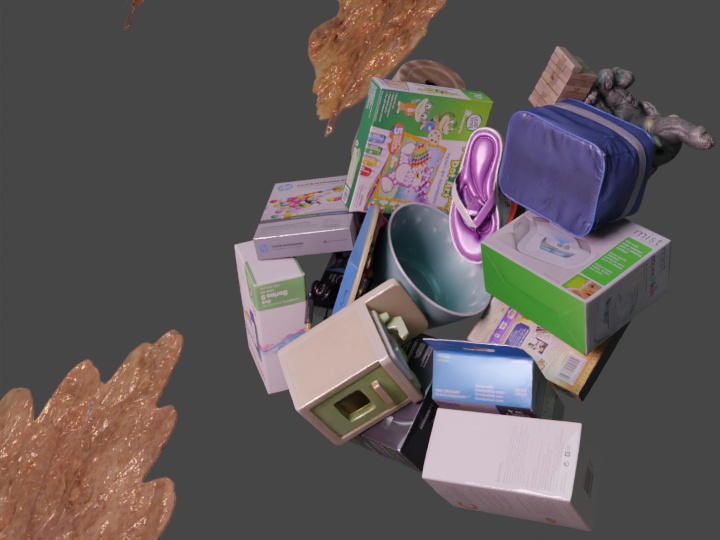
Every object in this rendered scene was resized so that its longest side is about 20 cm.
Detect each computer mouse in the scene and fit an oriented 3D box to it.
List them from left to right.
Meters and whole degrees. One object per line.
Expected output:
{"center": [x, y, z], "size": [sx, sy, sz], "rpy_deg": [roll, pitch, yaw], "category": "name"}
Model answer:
{"center": [-0.052, 0.114, 1.304], "size": [0.045, 0.140, 0.205], "rpy_deg": [7, 82, 18], "category": "computer mouse"}

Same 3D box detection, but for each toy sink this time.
{"center": [0.009, 0.131, 1.158], "size": [0.198, 0.131, 0.113], "rpy_deg": [-32, 49, 6], "category": "toy sink"}

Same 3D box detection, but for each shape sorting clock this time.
{"center": [0.000, 0.000, 1.252], "size": [0.039, 0.201, 0.203], "rpy_deg": [19, 67, 1], "category": "shape sorting clock"}

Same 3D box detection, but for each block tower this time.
{"center": [0.278, -0.229, 1.263], "size": [0.054, 0.057, 0.202], "rpy_deg": [61, 140, 39], "category": "block tower"}

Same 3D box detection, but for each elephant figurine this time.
{"center": [0.417, -0.199, 1.263], "size": [0.199, 0.154, 0.143], "rpy_deg": [37, 119, 16], "category": "elephant figurine"}

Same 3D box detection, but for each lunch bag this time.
{"center": [0.295, -0.149, 1.164], "size": [0.130, 0.138, 0.199], "rpy_deg": [-17, 40, -34], "category": "lunch bag"}

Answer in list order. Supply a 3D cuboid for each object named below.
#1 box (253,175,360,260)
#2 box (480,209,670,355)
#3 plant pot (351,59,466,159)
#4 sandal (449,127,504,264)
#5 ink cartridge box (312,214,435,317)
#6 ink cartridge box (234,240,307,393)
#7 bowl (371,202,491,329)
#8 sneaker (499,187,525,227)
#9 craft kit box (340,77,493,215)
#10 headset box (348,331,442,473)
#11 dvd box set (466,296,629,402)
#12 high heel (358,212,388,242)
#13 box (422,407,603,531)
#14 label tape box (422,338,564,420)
{"center": [-0.077, -0.089, 1.349], "size": [0.152, 0.042, 0.201], "rpy_deg": [-5, 28, 9], "category": "box"}
{"center": [0.298, -0.004, 1.177], "size": [0.175, 0.098, 0.199], "rpy_deg": [-31, 41, -22], "category": "box"}
{"center": [0.096, -0.238, 1.387], "size": [0.196, 0.175, 0.203], "rpy_deg": [8, 49, -10], "category": "plant pot"}
{"center": [0.170, -0.114, 1.266], "size": [0.081, 0.050, 0.208], "rpy_deg": [4, 88, 23], "category": "sandal"}
{"center": [0.033, -0.002, 1.413], "size": [0.197, 0.043, 0.201], "rpy_deg": [9, 64, 34], "category": "ink cartridge box"}
{"center": [-0.136, 0.069, 1.342], "size": [0.086, 0.204, 0.146], "rpy_deg": [-13, 31, -14], "category": "ink cartridge box"}
{"center": [0.095, 0.009, 1.290], "size": [0.105, 0.198, 0.204], "rpy_deg": [-45, 40, 39], "category": "bowl"}
{"center": [0.205, -0.087, 1.348], "size": [0.106, 0.068, 0.205], "rpy_deg": [-3, 55, 27], "category": "sneaker"}
{"center": [0.085, -0.182, 1.292], "size": [0.049, 0.194, 0.203], "rpy_deg": [53, 136, 49], "category": "craft kit box"}
{"center": [0.045, 0.178, 1.253], "size": [0.197, 0.093, 0.176], "rpy_deg": [14, 68, 36], "category": "headset box"}
{"center": [0.271, 0.084, 1.219], "size": [0.198, 0.029, 0.148], "rpy_deg": [24, 74, 40], "category": "dvd box set"}
{"center": [-0.023, -0.063, 1.408], "size": [0.096, 0.068, 0.199], "rpy_deg": [-43, 40, -17], "category": "high heel"}
{"center": [0.198, 0.256, 1.089], "size": [0.196, 0.125, 0.099], "rpy_deg": [1, 60, 31], "category": "box"}
{"center": [0.174, 0.163, 1.113], "size": [0.141, 0.200, 0.067], "rpy_deg": [2, 62, 31], "category": "label tape box"}
